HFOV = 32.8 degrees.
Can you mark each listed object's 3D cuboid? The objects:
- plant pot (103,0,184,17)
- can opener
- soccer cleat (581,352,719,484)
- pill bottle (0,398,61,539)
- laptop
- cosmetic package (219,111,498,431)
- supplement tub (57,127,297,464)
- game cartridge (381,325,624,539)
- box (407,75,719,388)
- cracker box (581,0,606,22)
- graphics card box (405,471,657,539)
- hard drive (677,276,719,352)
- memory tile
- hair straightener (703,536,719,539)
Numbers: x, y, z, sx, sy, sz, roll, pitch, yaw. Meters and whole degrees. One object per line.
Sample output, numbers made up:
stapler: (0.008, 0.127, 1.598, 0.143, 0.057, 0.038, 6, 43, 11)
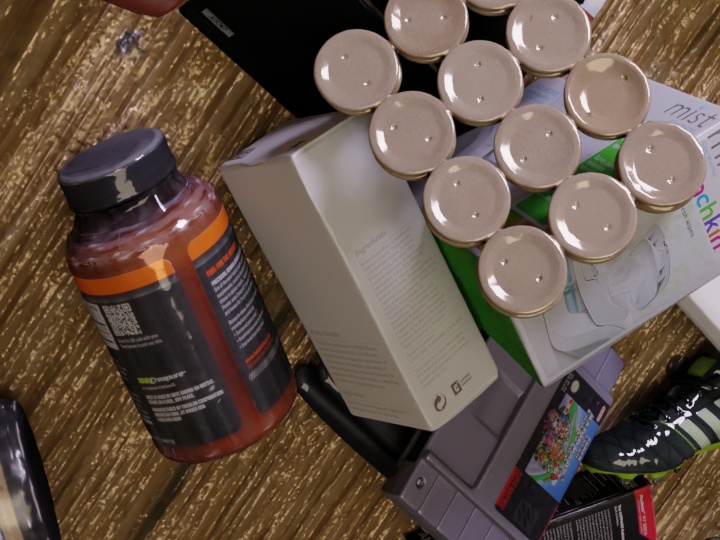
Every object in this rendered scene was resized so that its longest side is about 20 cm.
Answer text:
plant pot: (-0.164, -0.241, 0.639, 0.194, 0.201, 0.203, 22, 101, -32)
can opener: (0.028, 0.129, 0.904, 0.199, 0.079, 0.063, 36, 134, -23)
soccer cleat: (0.258, 0.112, 0.969, 0.197, 0.067, 0.082, -11, 102, -21)
pill bottle: (-0.297, 0.163, 0.769, 0.197, 0.112, 0.113, -17, 113, -12)
laptop: (0.022, -0.179, 0.768, 0.177, 0.103, 0.201, 39, 90, -26)
cosmetic package: (0.000, 0.000, 0.796, 0.074, 0.101, 0.202, -36, 110, -28)
supplement tub: (-0.119, 0.015, 0.779, 0.106, 0.107, 0.202, -24, 115, -9)
game cartridge: (0.111, 0.113, 0.891, 0.129, 0.038, 0.201, 41, 69, -23)
box: (0.134, -0.041, 0.793, 0.175, 0.200, 0.097, -31, 115, -4)
cracker box: (0.135, -0.264, 0.794, 0.133, 0.058, 0.201, 33, 95, -24)
graphics card box: (0.141, 0.243, 0.978, 0.197, 0.051, 0.127, -18, 114, -13)
hard drive: (0.317, 0.018, 0.944, 0.200, 0.026, 0.133, 43, 66, -26)
memory tile: (0.083, -0.086, 0.690, 0.153, 0.017, 0.201, -37, 77, -7)
hair straightener: (0.341, 0.306, 1.071, 0.077, 0.041, 0.201, -36, 116, -4)
